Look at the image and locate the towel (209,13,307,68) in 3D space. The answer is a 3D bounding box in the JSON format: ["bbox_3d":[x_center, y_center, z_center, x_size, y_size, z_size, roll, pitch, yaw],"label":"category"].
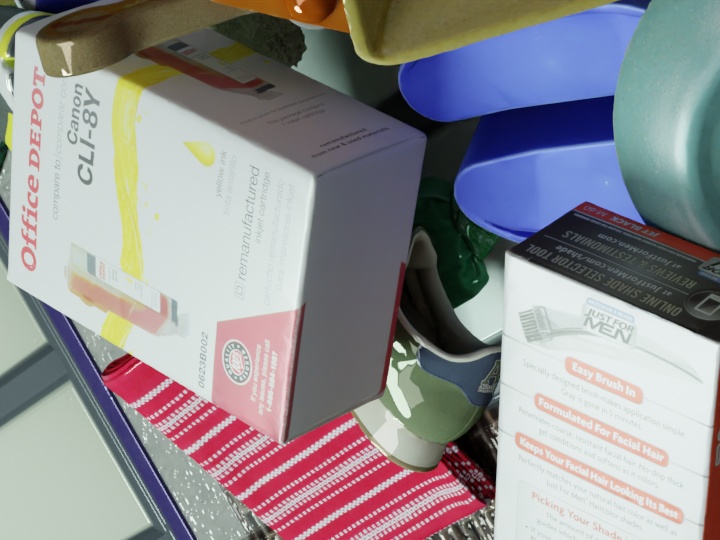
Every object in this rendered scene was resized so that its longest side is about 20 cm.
[{"bbox_3d":[-0.111,-0.186,1.155,0.200,0.036,0.149,30,152,44],"label":"towel"}]

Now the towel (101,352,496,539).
[{"bbox_3d":[-0.036,0.092,1.220,0.200,0.023,0.144,44,130,-18],"label":"towel"}]

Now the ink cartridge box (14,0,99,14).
[{"bbox_3d":[-0.183,-0.200,1.179,0.201,0.040,0.200,57,168,5],"label":"ink cartridge box"}]

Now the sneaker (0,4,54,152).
[{"bbox_3d":[-0.173,-0.086,1.270,0.084,0.074,0.201,31,154,38],"label":"sneaker"}]

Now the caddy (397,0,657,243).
[{"bbox_3d":[0.116,-0.093,0.995,0.199,0.105,0.142,-4,128,36],"label":"caddy"}]

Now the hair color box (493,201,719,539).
[{"bbox_3d":[0.120,0.084,0.949,0.110,0.064,0.201,24,130,34],"label":"hair color box"}]

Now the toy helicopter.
[{"bbox_3d":[-0.052,-0.127,1.005,0.132,0.199,0.079,-131,22,-63],"label":"toy helicopter"}]

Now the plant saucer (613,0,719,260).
[{"bbox_3d":[0.204,-0.058,0.896,0.198,0.036,0.201,1,121,2],"label":"plant saucer"}]

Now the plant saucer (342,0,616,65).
[{"bbox_3d":[0.071,-0.189,0.798,0.049,0.198,0.201,-107,1,-48],"label":"plant saucer"}]

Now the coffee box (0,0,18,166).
[{"bbox_3d":[-0.261,-0.104,1.332,0.044,0.123,0.201,44,133,18],"label":"coffee box"}]

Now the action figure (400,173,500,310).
[{"bbox_3d":[0.013,-0.005,1.174,0.199,0.055,0.119,-20,95,47],"label":"action figure"}]

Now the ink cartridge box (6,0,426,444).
[{"bbox_3d":[-0.077,-0.029,1.055,0.199,0.083,0.146,28,124,32],"label":"ink cartridge box"}]

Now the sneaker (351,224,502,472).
[{"bbox_3d":[0.000,0.000,1.117,0.200,0.067,0.090,50,119,13],"label":"sneaker"}]
